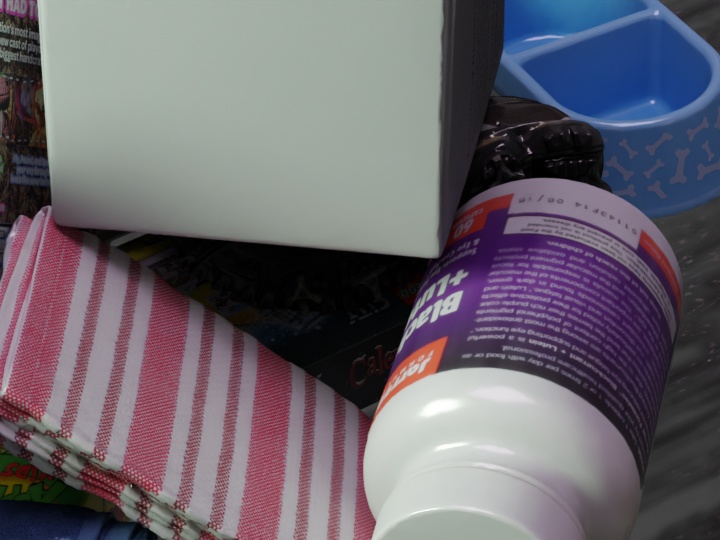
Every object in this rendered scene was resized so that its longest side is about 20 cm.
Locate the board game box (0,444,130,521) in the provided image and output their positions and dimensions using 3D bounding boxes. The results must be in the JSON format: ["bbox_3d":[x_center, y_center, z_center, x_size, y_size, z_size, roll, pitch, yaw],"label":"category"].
[{"bbox_3d":[-0.202,0.100,1.183,0.200,0.048,0.102,3,38,14],"label":"board game box"}]

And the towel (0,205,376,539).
[{"bbox_3d":[-0.065,0.065,1.126,0.200,0.030,0.146,34,27,-16],"label":"towel"}]

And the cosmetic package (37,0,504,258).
[{"bbox_3d":[-0.030,-0.129,1.171,0.167,0.166,0.200,5,31,8],"label":"cosmetic package"}]

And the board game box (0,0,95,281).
[{"bbox_3d":[-0.183,-0.047,1.194,0.097,0.200,0.159,3,0,16],"label":"board game box"}]

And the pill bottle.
[{"bbox_3d":[0.063,0.061,1.137,0.111,0.111,0.200,3,37,14],"label":"pill bottle"}]

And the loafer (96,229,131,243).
[{"bbox_3d":[-0.134,-0.042,1.305,0.200,0.070,0.075,-22,1,6],"label":"loafer"}]

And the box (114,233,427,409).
[{"bbox_3d":[0.000,0.000,1.293,0.200,0.038,0.137,-24,39,-22],"label":"box"}]

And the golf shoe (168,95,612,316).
[{"bbox_3d":[0.008,-0.035,1.255,0.200,0.078,0.094,-6,27,-12],"label":"golf shoe"}]

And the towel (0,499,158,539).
[{"bbox_3d":[-0.181,0.140,1.088,0.200,0.049,0.112,3,72,14],"label":"towel"}]

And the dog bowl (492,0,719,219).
[{"bbox_3d":[0.112,-0.098,1.398,0.111,0.050,0.200,-20,38,-17],"label":"dog bowl"}]
